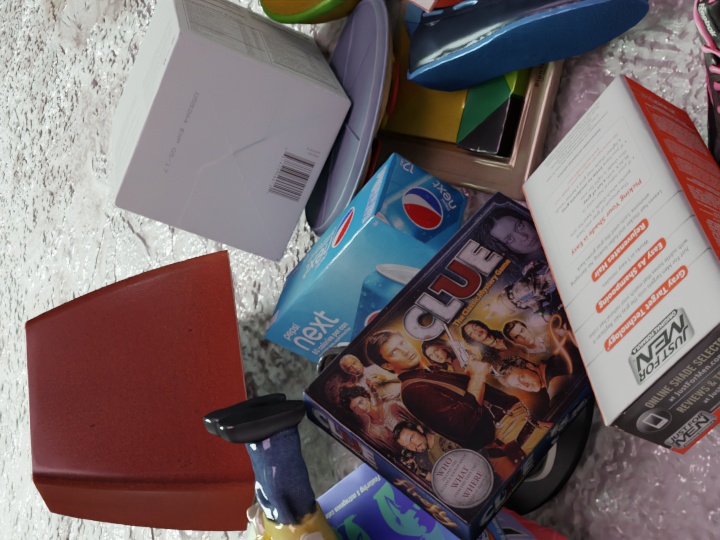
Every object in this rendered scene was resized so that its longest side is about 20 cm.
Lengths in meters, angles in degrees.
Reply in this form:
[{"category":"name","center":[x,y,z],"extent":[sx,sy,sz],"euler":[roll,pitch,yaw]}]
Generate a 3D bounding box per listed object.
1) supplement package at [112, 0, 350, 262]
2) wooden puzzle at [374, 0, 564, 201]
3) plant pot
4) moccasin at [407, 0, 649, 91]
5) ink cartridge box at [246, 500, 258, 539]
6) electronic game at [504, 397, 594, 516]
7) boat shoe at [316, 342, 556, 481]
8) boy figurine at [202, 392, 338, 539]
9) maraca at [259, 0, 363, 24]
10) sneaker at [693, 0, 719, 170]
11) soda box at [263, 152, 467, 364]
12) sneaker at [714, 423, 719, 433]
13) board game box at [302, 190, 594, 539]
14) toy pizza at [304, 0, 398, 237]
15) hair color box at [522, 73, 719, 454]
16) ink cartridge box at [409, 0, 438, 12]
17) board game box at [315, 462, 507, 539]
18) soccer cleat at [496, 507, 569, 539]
[{"category":"supplement package","center":[-0.119,-0.136,0.960],"extent":[0.153,0.149,0.200],"euler":[-63,22,19]},{"category":"wooden puzzle","center":[0.079,-0.161,0.867],"extent":[0.199,0.037,0.188],"euler":[19,98,50]},{"category":"plant pot","center":[-0.191,0.119,0.962],"extent":[0.200,0.174,0.202],"euler":[109,154,-66]},{"category":"moccasin","center":[0.104,-0.182,0.771],"extent":[0.198,0.080,0.069],"euler":[-9,74,41]},{"category":"ink cartridge box","center":[-0.013,0.260,0.865],"extent":[0.199,0.075,0.150],"euler":[24,102,50]},{"category":"electronic game","center":[0.086,0.078,0.808],"extent":[0.199,0.041,0.203],"euler":[0,90,48]},{"category":"boat shoe","center":[0.047,0.093,0.775],"extent":[0.199,0.060,0.075],"euler":[27,110,46]},{"category":"boy figurine","center":[-0.046,0.181,0.711],"extent":[0.124,0.064,0.203],"euler":[7,110,67]},{"category":"maraca","center":[-0.014,-0.281,0.947],"extent":[0.198,0.106,0.139],"euler":[-16,61,38]},{"category":"sneaker","center":[0.223,-0.123,0.649],"extent":[0.078,0.095,0.203],"euler":[-7,79,46]},{"category":"soda box","center":[0.000,0.000,0.859],"extent":[0.200,0.067,0.065],"euler":[-45,21,50]},{"category":"sneaker","center":[0.245,0.051,0.622],"extent":[0.199,0.075,0.106],"euler":[27,85,49]},{"category":"board game box","center":[0.078,0.053,0.703],"extent":[0.135,0.035,0.200],"euler":[33,65,26]},{"category":"toy pizza","center":[-0.004,-0.124,0.923],"extent":[0.200,0.031,0.203],"euler":[-168,90,-74]},{"category":"hair color box","center":[0.164,-0.010,0.634],"extent":[0.102,0.061,0.201],"euler":[-50,31,32]},{"category":"ink cartridge box","center":[0.045,-0.302,0.833],"extent":[0.068,0.116,0.201],"euler":[-51,12,55]},{"category":"board game box","center":[0.040,0.222,0.719],"extent":[0.152,0.045,0.201],"euler":[-43,64,33]},{"category":"soccer cleat","center":[0.106,0.192,0.745],"extent":[0.077,0.067,0.200],"euler":[-46,50,-6]}]
